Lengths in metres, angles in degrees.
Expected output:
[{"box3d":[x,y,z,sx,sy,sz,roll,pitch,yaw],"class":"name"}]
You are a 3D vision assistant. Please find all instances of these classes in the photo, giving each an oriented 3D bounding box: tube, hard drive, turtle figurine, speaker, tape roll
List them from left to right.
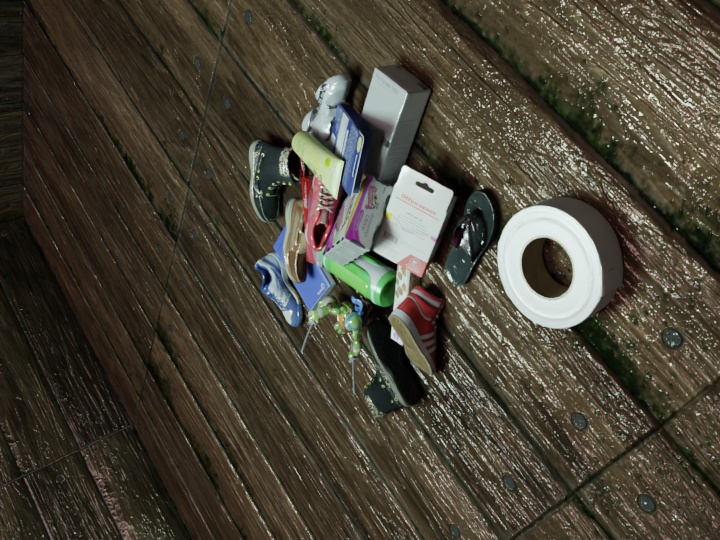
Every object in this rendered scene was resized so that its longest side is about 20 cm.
[{"box3d":[-0.144,-0.015,1.698,0.203,0.025,0.132,58,140,16],"class":"hard drive"},{"box3d":[-0.083,-0.225,1.373,0.201,0.051,0.058,50,176,47],"class":"tube"},{"box3d":[-0.062,0.138,1.518,0.194,0.140,0.206,-140,64,-79],"class":"turtle figurine"},{"box3d":[0.000,0.000,1.485,0.198,0.087,0.091,33,129,37],"class":"speaker"},{"box3d":[0.322,-0.013,1.104,0.200,0.070,0.209,23,121,43],"class":"tape roll"}]

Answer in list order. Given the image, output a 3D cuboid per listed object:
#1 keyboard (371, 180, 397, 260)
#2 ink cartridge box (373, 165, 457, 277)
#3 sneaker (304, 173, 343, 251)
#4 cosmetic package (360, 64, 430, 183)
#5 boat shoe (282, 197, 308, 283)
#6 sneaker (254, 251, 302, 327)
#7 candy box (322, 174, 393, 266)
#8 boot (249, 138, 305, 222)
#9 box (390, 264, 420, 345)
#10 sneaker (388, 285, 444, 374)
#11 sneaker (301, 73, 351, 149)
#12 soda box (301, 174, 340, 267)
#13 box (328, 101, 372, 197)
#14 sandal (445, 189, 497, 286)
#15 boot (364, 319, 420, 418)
[{"box3d":[0.051,-0.121,1.434,0.056,0.011,0.205,30,127,33],"class":"keyboard"},{"box3d":[0.110,-0.104,1.297,0.114,0.068,0.203,29,129,12],"class":"ink cartridge box"},{"box3d":[-0.073,-0.135,1.452,0.087,0.071,0.206,-107,27,-67],"class":"sneaker"},{"box3d":[0.053,-0.280,1.310,0.102,0.073,0.204,44,135,31],"class":"cosmetic package"},{"box3d":[-0.139,-0.071,1.611,0.070,0.075,0.207,2,96,29],"class":"boat shoe"},{"box3d":[-0.219,0.059,1.771,0.075,0.087,0.205,-22,89,49],"class":"sneaker"},{"box3d":[-0.009,-0.096,1.368,0.140,0.060,0.200,-69,12,-14],"class":"candy box"},{"box3d":[-0.200,-0.209,1.638,0.151,0.072,0.210,16,118,43],"class":"boot"},{"box3d":[0.097,0.058,1.428,0.038,0.041,0.206,28,124,40],"class":"box"},{"box3d":[0.135,0.121,1.399,0.070,0.113,0.202,19,149,41],"class":"sneaker"},{"box3d":[-0.052,-0.316,1.427,0.117,0.074,0.200,60,146,11],"class":"sneaker"},{"box3d":[-0.087,-0.117,1.552,0.063,0.069,0.206,20,120,44],"class":"soda box"},{"box3d":[-0.020,-0.235,1.314,0.201,0.031,0.124,-115,34,-55],"class":"box"},{"box3d":[0.199,-0.052,1.252,0.075,0.047,0.205,40,133,32],"class":"sandal"},{"box3d":[0.042,0.231,1.542,0.207,0.072,0.154,63,144,12],"class":"boot"}]
